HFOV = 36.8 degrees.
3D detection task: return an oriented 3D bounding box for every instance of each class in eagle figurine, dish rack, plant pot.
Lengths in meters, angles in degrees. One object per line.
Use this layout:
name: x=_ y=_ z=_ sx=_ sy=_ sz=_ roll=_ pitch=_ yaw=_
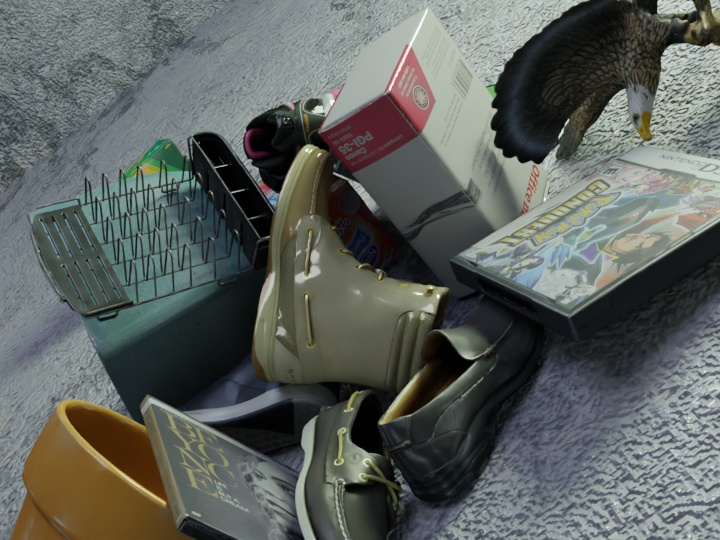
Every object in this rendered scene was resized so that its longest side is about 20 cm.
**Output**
eagle figurine: x=0.214 y=-0.173 z=0.923 sx=0.198 sy=0.152 sz=0.153 roll=-17 pitch=39 yaw=37
dish rack: x=-0.183 y=-0.039 z=0.945 sx=0.197 sy=0.055 sz=0.154 roll=-17 pitch=50 yaw=-26
plant pot: x=-0.183 y=0.227 z=0.790 sx=0.185 sy=0.199 sz=0.200 roll=-58 pitch=25 yaw=-3
plant pot: x=-0.173 y=0.022 z=1.056 sx=0.198 sy=0.197 sz=0.197 roll=-28 pitch=54 yaw=-14

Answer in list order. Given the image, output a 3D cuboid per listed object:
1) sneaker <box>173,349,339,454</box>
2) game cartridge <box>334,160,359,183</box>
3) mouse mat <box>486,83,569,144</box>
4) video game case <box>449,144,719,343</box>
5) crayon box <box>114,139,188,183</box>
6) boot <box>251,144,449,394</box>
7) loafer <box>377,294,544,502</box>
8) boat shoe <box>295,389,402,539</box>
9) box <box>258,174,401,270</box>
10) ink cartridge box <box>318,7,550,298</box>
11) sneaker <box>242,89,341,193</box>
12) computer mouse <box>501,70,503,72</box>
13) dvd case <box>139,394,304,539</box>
sneaker: x=-0.099 y=0.096 z=0.987 sx=0.199 sy=0.077 sz=0.148 roll=-17 pitch=43 yaw=24
game cartridge: x=0.019 y=-0.097 z=1.094 sx=0.041 sy=0.132 sz=0.200 roll=-63 pitch=21 yaw=3
mouse mat: x=0.160 y=-0.164 z=1.156 sx=0.198 sy=0.008 sz=0.162 roll=-10 pitch=38 yaw=50
video game case: x=0.187 y=-0.029 z=0.799 sx=0.198 sy=0.026 sz=0.180 roll=-30 pitch=22 yaw=-13
crayon box: x=-0.317 y=-0.080 z=1.583 sx=0.200 sy=0.119 sz=0.058 roll=-48 pitch=25 yaw=-15
boot: x=0.000 y=0.000 z=0.893 sx=0.152 sy=0.073 sz=0.204 roll=6 pitch=75 yaw=14
loafer: x=0.078 y=0.068 z=0.795 sx=0.072 sy=0.073 sz=0.201 roll=-17 pitch=32 yaw=44
boat shoe: x=-0.004 y=0.151 z=0.775 sx=0.060 sy=0.072 sz=0.202 roll=-39 pitch=21 yaw=12
box: x=-0.051 y=-0.044 z=1.145 sx=0.095 sy=0.100 sz=0.200 roll=-43 pitch=24 yaw=-6
ink cartridge box: x=0.071 y=-0.099 z=0.938 sx=0.082 sy=0.201 sz=0.148 roll=-24 pitch=27 yaw=34
sneaker: x=-0.073 y=-0.121 z=1.009 sx=0.085 sy=0.082 sz=0.200 roll=-9 pitch=-9 yaw=-21
computer mouse: x=0.111 y=-0.175 z=1.145 sx=0.198 sy=0.046 sz=0.141 roll=3 pitch=47 yaw=42
dvd case: x=-0.082 y=0.163 z=0.782 sx=0.016 sy=0.147 sz=0.200 roll=-57 pitch=24 yaw=3
